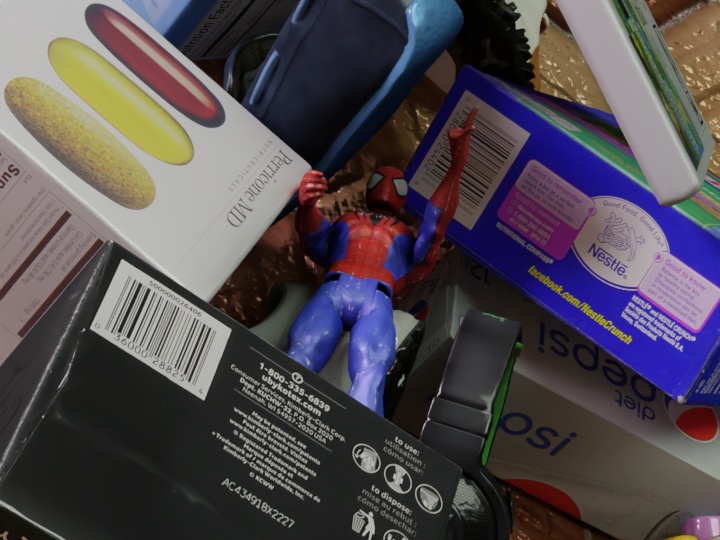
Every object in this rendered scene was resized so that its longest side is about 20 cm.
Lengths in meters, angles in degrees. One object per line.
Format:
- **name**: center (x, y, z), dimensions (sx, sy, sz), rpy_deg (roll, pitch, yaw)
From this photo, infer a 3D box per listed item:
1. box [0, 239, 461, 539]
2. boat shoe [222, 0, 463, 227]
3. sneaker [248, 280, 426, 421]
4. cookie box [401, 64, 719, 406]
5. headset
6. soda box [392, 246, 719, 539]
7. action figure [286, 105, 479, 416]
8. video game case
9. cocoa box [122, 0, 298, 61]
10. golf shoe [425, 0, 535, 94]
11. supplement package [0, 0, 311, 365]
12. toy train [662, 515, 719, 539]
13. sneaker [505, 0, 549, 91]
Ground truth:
- **box**: center (-0.089, 0.119, 0.769), dimensions (0.148, 0.200, 0.124), rpy_deg (34, 40, -12)
- **boat shoe**: center (-0.025, -0.078, 0.987), dimensions (0.069, 0.200, 0.084), rpy_deg (47, 44, 2)
- **sneaker**: center (-0.047, 0.074, 0.954), dimensions (0.079, 0.074, 0.200), rpy_deg (26, 41, 12)
- **cookie box**: center (0.134, -0.011, 1.074), dimensions (0.171, 0.075, 0.200), rpy_deg (36, 12, 24)
- **headset**: center (0.041, 0.117, 0.948), dimensions (0.094, 0.124, 0.200), rpy_deg (18, 73, 7)
- **soda box**: center (0.106, 0.069, 1.076), dimensions (0.200, 0.068, 0.063), rpy_deg (28, 41, -19)
- **action figure**: center (0.000, 0.000, 0.928), dimensions (0.065, 0.099, 0.200), rpy_deg (12, 36, 2)
- **video game case**: center (0.098, -0.129, 0.995), dimensions (0.200, 0.022, 0.182), rpy_deg (63, 13, -3)
- **cocoa box**: center (-0.049, -0.210, 1.023), dimensions (0.131, 0.133, 0.200), rpy_deg (-7, 66, -37)
- **golf shoe**: center (0.006, -0.134, 1.142), dimensions (0.078, 0.094, 0.200), rpy_deg (-2, 50, -55)
- **supplement package**: center (-0.141, -0.050, 0.937), dimensions (0.200, 0.110, 0.114), rpy_deg (41, 41, -5)
- **toy train**: center (0.163, 0.187, 1.013), dimensions (0.200, 0.056, 0.150), rpy_deg (-19, 85, -45)
- **sneaker**: center (0.056, -0.164, 1.244), dimensions (0.085, 0.073, 0.200), rpy_deg (44, 29, -43)
